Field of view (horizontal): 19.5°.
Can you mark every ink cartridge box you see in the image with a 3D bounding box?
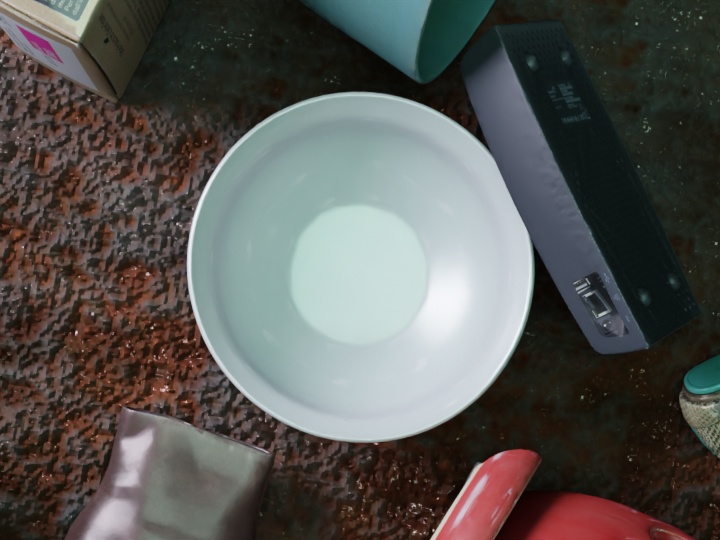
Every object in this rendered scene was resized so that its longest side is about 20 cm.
[{"bbox_3d":[-0.142,-0.197,1.189,0.075,0.200,0.165,27,85,1],"label":"ink cartridge box"}]

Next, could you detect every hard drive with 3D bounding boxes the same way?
[{"bbox_3d":[0.128,-0.049,1.224,0.042,0.135,0.201,-27,87,24],"label":"hard drive"}]

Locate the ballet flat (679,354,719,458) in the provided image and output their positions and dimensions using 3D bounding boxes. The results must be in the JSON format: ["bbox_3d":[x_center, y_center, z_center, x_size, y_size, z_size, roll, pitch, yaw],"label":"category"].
[{"bbox_3d":[0.289,0.052,1.258,0.200,0.068,0.075,-31,109,2],"label":"ballet flat"}]

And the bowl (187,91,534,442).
[{"bbox_3d":[0.000,0.000,1.234,0.200,0.090,0.202,0,87,-1],"label":"bowl"}]

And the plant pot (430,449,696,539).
[{"bbox_3d":[0.106,0.217,1.172,0.182,0.200,0.201,30,86,6],"label":"plant pot"}]

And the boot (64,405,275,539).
[{"bbox_3d":[-0.081,0.186,1.229,0.199,0.072,0.167,22,88,4],"label":"boot"}]

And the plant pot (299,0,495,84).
[{"bbox_3d":[0.012,-0.232,1.203,0.161,0.201,0.201,28,86,10],"label":"plant pot"}]
